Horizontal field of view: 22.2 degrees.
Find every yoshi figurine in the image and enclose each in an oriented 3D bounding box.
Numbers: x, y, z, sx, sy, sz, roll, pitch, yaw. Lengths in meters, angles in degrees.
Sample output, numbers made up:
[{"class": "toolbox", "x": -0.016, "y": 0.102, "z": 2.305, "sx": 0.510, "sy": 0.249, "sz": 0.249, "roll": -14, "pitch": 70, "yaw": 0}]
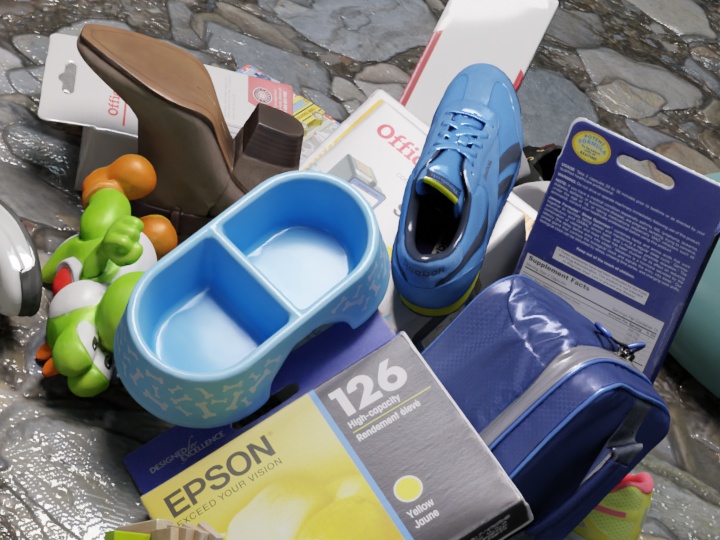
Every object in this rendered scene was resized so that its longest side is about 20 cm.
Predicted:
[{"class": "yoshi figurine", "x": -0.155, "y": 0.007, "z": 1.259, "sx": 0.112, "sy": 0.112, "sz": 0.200, "roll": 24, "pitch": 34, "yaw": -15}]

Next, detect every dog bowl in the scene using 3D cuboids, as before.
[{"class": "dog bowl", "x": -0.067, "y": 0.012, "z": 1.163, "sx": 0.200, "sy": 0.050, "sz": 0.111, "roll": -39, "pitch": 71, "yaw": -21}]

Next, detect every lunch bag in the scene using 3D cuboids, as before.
[{"class": "lunch bag", "x": 0.107, "y": 0.109, "z": 1.199, "sx": 0.132, "sy": 0.200, "sz": 0.136, "roll": 51, "pitch": 14, "yaw": 31}]

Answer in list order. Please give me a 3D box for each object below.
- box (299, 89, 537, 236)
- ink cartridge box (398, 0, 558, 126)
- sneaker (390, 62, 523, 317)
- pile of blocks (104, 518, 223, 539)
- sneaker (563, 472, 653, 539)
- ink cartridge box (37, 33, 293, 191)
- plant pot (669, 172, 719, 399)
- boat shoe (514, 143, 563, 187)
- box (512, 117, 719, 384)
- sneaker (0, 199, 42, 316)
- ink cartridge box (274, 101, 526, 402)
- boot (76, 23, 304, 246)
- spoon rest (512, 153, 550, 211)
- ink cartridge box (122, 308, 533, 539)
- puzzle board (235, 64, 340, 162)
[{"class": "box", "x": 0.051, "y": -0.026, "z": 1.412, "sx": 0.112, "sy": 0.101, "sz": 0.200, "roll": -43, "pitch": 67, "yaw": -15}, {"class": "ink cartridge box", "x": 0.088, "y": -0.155, "z": 1.542, "sx": 0.084, "sy": 0.144, "sz": 0.200, "roll": 26, "pitch": -8, "yaw": 2}, {"class": "sneaker", "x": 0.068, "y": -0.068, "z": 1.237, "sx": 0.066, "sy": 0.078, "sz": 0.200, "roll": 11, "pitch": 62, "yaw": 11}, {"class": "pile of blocks", "x": -0.107, "y": 0.181, "z": 0.992, "sx": 0.062, "sy": 0.082, "sz": 0.200, "roll": 13, "pitch": 5, "yaw": -37}, {"class": "sneaker", "x": 0.131, "y": 0.121, "z": 1.305, "sx": 0.200, "sy": 0.090, "sz": 0.078, "roll": 39, "pitch": 35, "yaw": 21}, {"class": "ink cartridge box", "x": -0.157, "y": -0.110, "z": 1.442, "sx": 0.200, "sy": 0.068, "sz": 0.117, "roll": 13, "pitch": 41, "yaw": -13}, {"class": "plant pot", "x": 0.325, "y": 0.011, "z": 1.514, "sx": 0.200, "sy": 0.201, "sz": 0.161, "roll": -12, "pitch": 38, "yaw": -45}, {"class": "boat shoe", "x": 0.138, "y": -0.057, "z": 1.573, "sx": 0.063, "sy": 0.074, "sz": 0.201, "roll": -7, "pitch": 21, "yaw": 23}, {"class": "box", "x": 0.171, "y": 0.000, "z": 1.264, "sx": 0.121, "sy": 0.200, "sz": 0.032, "roll": 28, "pitch": 31, "yaw": 16}, {"class": "sneaker", "x": -0.307, "y": -0.019, "z": 1.236, "sx": 0.115, "sy": 0.076, "sz": 0.200, "roll": -20, "pitch": 45, "yaw": -38}, {"class": "ink cartridge box", "x": 0.000, "y": 0.000, "z": 1.297, "sx": 0.200, "sy": 0.088, "sz": 0.145, "roll": -41, "pitch": 67, "yaw": -18}, {"class": "boot", "x": -0.140, "y": -0.081, "z": 1.354, "sx": 0.200, "sy": 0.146, "sz": 0.070, "roll": 27, "pitch": 36, "yaw": -9}, {"class": "spoon rest", "x": 0.140, "y": -0.043, "z": 1.441, "sx": 0.061, "sy": 0.099, "sz": 0.200, "roll": -28, "pitch": 29, "yaw": -5}, {"class": "ink cartridge box", "x": -0.029, "y": 0.127, "z": 1.126, "sx": 0.198, "sy": 0.047, "sz": 0.200, "roll": -33, "pitch": 57, "yaw": -7}, {"class": "puzzle board", "x": -0.082, "y": -0.110, "z": 1.559, "sx": 0.151, "sy": 0.017, "sz": 0.200, "roll": 33, "pitch": 33, "yaw": 11}]
